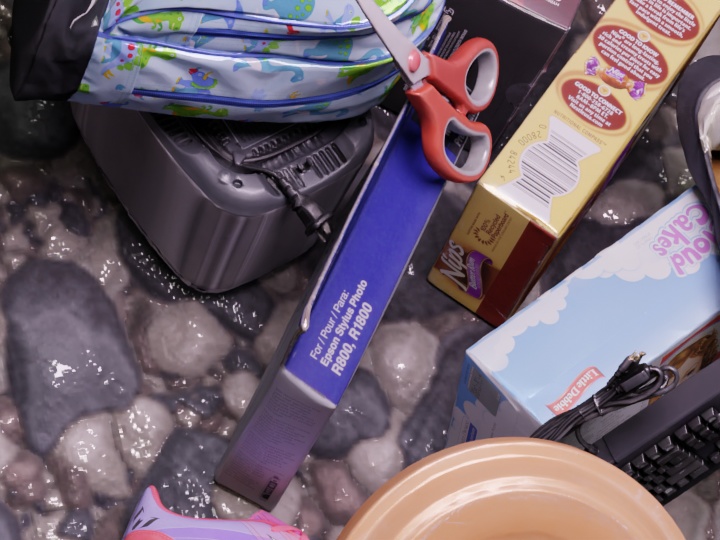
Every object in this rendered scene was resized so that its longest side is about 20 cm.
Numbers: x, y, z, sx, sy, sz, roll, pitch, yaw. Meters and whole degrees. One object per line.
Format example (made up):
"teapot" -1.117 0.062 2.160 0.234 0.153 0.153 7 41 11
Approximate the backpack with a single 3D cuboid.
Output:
"backpack" -0.057 -0.147 1.373 0.199 0.154 0.164 19 54 -23

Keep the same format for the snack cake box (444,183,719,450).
"snack cake box" 0.140 0.042 1.474 0.200 0.115 0.067 -34 64 -26

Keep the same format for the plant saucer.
"plant saucer" 0.073 0.181 1.334 0.199 0.032 0.202 0 92 -12

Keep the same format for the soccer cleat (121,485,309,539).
"soccer cleat" -0.024 0.159 1.411 0.199 0.067 0.077 10 59 -6

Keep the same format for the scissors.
"scissors" 0.026 -0.088 1.330 0.014 0.200 0.074 12 88 24

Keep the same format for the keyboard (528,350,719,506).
"keyboard" 0.123 0.098 1.394 0.200 0.127 0.021 -36 50 15

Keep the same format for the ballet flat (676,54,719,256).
"ballet flat" 0.206 -0.047 1.432 0.073 0.073 0.201 3 53 -13

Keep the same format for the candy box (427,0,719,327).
"candy box" 0.121 -0.075 1.532 0.056 0.117 0.200 33 62 4

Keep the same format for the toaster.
"toaster" -0.073 -0.077 1.475 0.113 0.129 0.200 -29 74 -24

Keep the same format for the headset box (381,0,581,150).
"headset box" 0.086 -0.172 1.552 0.077 0.149 0.201 26 62 -2

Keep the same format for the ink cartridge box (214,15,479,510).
"ink cartridge box" 0.000 0.000 1.416 0.040 0.200 0.200 26 62 -1
